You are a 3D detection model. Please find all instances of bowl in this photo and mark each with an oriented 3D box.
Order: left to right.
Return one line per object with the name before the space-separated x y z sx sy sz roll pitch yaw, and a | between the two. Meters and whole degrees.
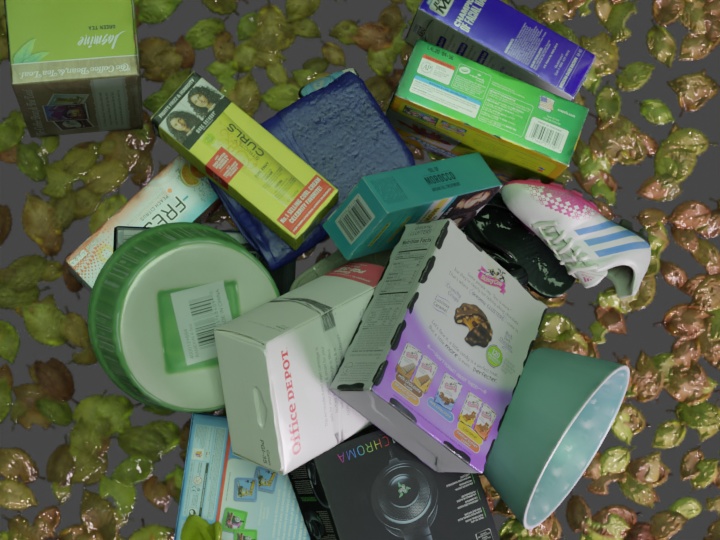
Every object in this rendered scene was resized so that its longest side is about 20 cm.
bowl | 0.189 0.162 1.641 0.105 0.201 0.201 31 76 20

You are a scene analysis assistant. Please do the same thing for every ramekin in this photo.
ramekin | -0.175 0.052 1.592 0.199 0.098 0.201 -1 94 -19

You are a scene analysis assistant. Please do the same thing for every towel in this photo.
towel | -0.053 -0.107 1.658 0.200 0.050 0.148 -32 82 -7

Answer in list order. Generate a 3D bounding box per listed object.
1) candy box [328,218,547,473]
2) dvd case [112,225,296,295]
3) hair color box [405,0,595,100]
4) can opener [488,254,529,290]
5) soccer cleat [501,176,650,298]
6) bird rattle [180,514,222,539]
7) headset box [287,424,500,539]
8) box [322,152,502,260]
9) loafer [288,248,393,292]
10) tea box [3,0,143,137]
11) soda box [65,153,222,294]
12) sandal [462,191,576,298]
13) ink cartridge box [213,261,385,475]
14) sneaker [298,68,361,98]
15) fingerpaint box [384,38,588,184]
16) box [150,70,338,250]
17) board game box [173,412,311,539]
candy box | 0.083 0.077 1.553 0.168 0.071 0.200 40 63 -30
dvd case | -0.168 0.031 1.659 0.199 0.025 0.151 2 93 -19
hair color box | 0.156 -0.251 1.746 0.200 0.109 0.065 29 77 -1
can opener | 0.090 0.029 1.702 0.199 0.063 0.079 -9 97 -5
soccer cleat | 0.239 -0.034 1.707 0.200 0.070 0.087 24 69 -22
bird rattle | -0.195 0.345 1.556 0.113 0.163 0.200 44 87 7
headset box | 0.039 0.260 1.613 0.174 0.093 0.201 -17 88 -23
box | 0.057 -0.069 1.625 0.200 0.082 0.049 -16 64 -48
loafer | 0.000 0.000 1.691 0.200 0.063 0.072 -29 77 -25
tea box | -0.306 -0.264 1.651 0.133 0.200 0.198 -5 81 -8
soda box | -0.226 -0.049 1.687 0.200 0.064 0.068 -44 87 -11
sandal | 0.161 -0.046 1.736 0.200 0.048 0.075 34 77 1
ink cartridge box | -0.043 0.094 1.561 0.200 0.083 0.147 -25 118 -40
sneaker | -0.031 -0.123 1.730 0.090 0.078 0.201 -7 75 10
fingerpaint box | 0.132 -0.166 1.697 0.199 0.167 0.074 22 80 -1
box | -0.120 -0.114 1.607 0.200 0.050 0.075 41 80 6
board game box | -0.093 0.241 1.658 0.199 0.037 0.152 8 78 -4
